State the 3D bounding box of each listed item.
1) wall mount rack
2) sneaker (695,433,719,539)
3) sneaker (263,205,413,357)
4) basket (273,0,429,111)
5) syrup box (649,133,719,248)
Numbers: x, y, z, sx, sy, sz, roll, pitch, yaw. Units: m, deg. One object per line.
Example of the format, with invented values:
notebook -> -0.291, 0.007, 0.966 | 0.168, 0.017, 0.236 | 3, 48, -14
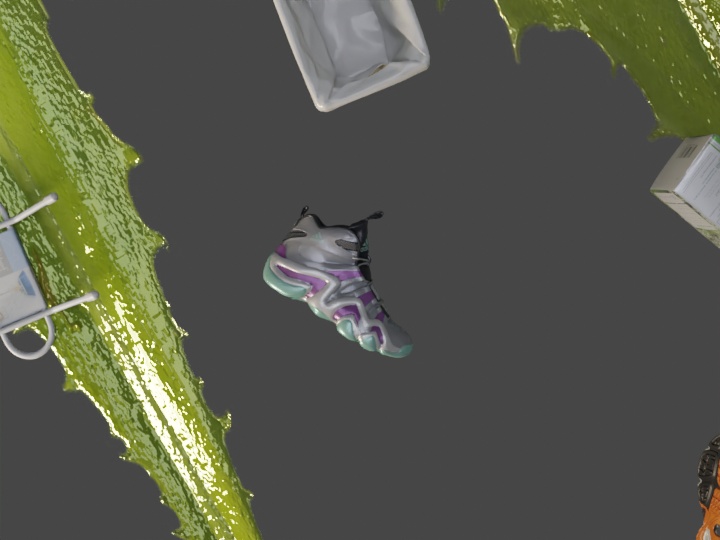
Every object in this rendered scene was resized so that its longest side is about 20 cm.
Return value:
wall mount rack -> -0.391, 0.001, 1.015 | 0.171, 0.075, 0.203 | -22, 97, 1
sneaker -> 0.462, 0.288, 1.072 | 0.090, 0.076, 0.205 | -1, 104, -9
sneaker -> 0.000, 0.000, 1.022 | 0.198, 0.078, 0.141 | 32, 95, -5
basket -> -0.021, -0.287, 0.969 | 0.133, 0.123, 0.203 | -22, 97, 1
syrup box -> 0.443, -0.063, 1.024 | 0.199, 0.079, 0.082 | 37, 94, -4
